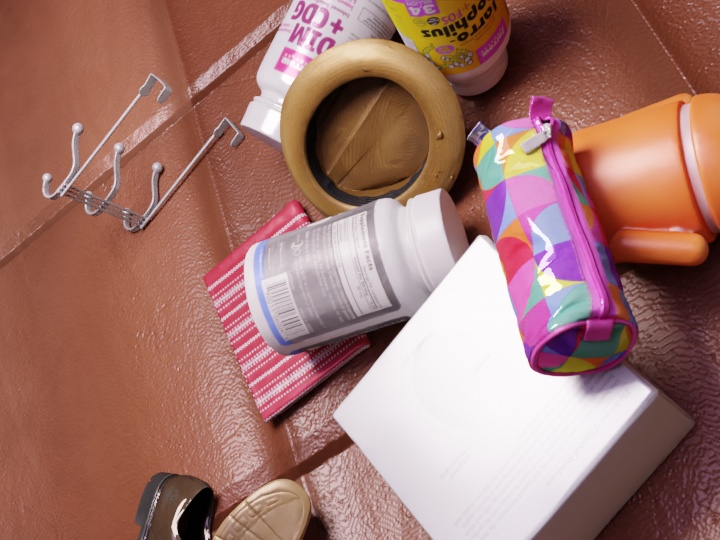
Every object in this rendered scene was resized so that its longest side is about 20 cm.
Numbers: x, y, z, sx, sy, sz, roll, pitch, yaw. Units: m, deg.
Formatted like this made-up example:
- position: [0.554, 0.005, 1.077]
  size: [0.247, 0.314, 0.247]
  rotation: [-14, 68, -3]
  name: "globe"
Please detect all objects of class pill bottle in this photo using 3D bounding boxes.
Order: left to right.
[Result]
- position: [-0.042, -0.221, 1.050]
  size: [0.112, 0.113, 0.203]
  rotation: [25, 88, 38]
  name: "pill bottle"
- position: [0.000, 0.000, 0.928]
  size: [0.197, 0.114, 0.116]
  rotation: [-18, 63, 16]
  name: "pill bottle"
- position: [0.080, -0.246, 0.913]
  size: [0.102, 0.200, 0.106]
  rotation: [-9, 65, 19]
  name: "pill bottle"

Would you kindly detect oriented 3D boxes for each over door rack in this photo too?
- position: [-0.254, -0.139, 1.148]
  size: [0.199, 0.147, 0.067]
  rotation: [-38, 61, 17]
  name: "over door rack"

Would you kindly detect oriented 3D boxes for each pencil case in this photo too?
- position: [0.138, -0.024, 0.723]
  size: [0.087, 0.088, 0.203]
  rotation: [-27, 56, 24]
  name: "pencil case"

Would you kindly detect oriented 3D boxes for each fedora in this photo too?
- position: [0.017, -0.138, 0.978]
  size: [0.198, 0.203, 0.082]
  rotation: [-19, 18, 28]
  name: "fedora"

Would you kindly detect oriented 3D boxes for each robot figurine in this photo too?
- position: [0.240, -0.071, 0.795]
  size: [0.197, 0.143, 0.119]
  rotation: [-15, 99, 30]
  name: "robot figurine"

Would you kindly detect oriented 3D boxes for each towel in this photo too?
- position: [-0.081, 0.039, 1.038]
  size: [0.144, 0.022, 0.202]
  rotation: [-38, 57, 15]
  name: "towel"

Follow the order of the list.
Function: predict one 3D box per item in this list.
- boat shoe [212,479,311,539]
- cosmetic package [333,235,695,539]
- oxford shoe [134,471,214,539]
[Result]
- position: [-0.111, 0.284, 0.935]
  size: [0.073, 0.069, 0.201]
  rotation: [36, 90, 13]
  name: "boat shoe"
- position: [0.121, 0.122, 0.800]
  size: [0.200, 0.122, 0.200]
  rotation: [-50, 52, 8]
  name: "cosmetic package"
- position: [-0.189, 0.305, 0.982]
  size: [0.083, 0.072, 0.204]
  rotation: [-3, 71, 32]
  name: "oxford shoe"
